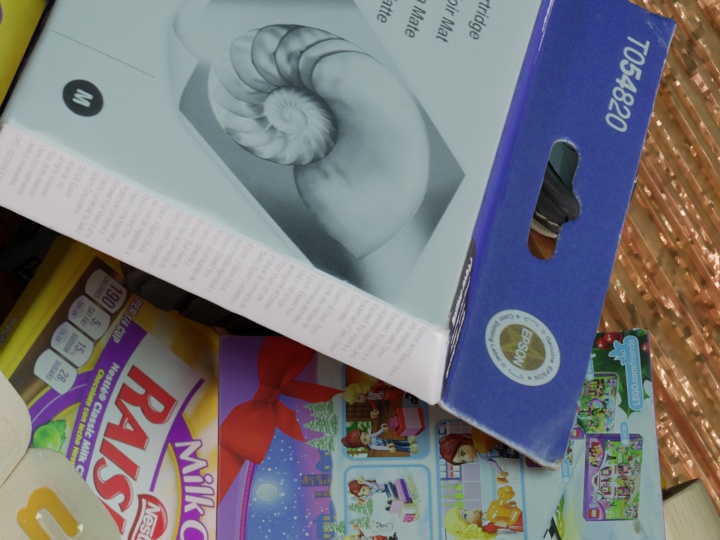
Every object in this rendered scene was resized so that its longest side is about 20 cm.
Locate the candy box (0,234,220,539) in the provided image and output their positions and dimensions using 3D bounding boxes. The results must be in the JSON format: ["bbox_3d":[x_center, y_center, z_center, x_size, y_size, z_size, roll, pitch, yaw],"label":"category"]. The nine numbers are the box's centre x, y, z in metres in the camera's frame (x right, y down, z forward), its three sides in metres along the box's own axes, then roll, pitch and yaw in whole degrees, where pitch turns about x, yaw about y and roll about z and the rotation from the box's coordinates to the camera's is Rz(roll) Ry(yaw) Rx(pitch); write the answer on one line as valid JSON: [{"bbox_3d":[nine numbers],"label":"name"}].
[{"bbox_3d":[-0.098,0.091,0.926,0.102,0.026,0.200,42,55,-19],"label":"candy box"}]

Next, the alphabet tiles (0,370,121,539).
[{"bbox_3d":[-0.143,0.113,0.841,0.196,0.015,0.200,55,48,-24],"label":"alphabet tiles"}]

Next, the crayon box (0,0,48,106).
[{"bbox_3d":[-0.076,-0.135,1.003,0.172,0.058,0.200,-8,72,-29],"label":"crayon box"}]

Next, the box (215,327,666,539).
[{"bbox_3d":[0.024,0.110,0.895,0.137,0.039,0.200,0,55,-1],"label":"box"}]

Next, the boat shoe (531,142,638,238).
[{"bbox_3d":[0.059,-0.109,1.115,0.074,0.066,0.200,-12,92,-3],"label":"boat shoe"}]

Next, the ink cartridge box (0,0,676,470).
[{"bbox_3d":[0.003,-0.063,0.927,0.200,0.041,0.200,26,51,-11],"label":"ink cartridge box"}]

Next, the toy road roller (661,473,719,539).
[{"bbox_3d":[0.078,0.135,1.013,0.200,0.146,0.123,-24,86,-35],"label":"toy road roller"}]

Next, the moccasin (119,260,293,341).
[{"bbox_3d":[-0.001,0.000,0.990,0.201,0.074,0.078,25,58,-39],"label":"moccasin"}]

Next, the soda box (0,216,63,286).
[{"bbox_3d":[-0.047,-0.067,1.061,0.068,0.064,0.200,37,57,-15],"label":"soda box"}]
